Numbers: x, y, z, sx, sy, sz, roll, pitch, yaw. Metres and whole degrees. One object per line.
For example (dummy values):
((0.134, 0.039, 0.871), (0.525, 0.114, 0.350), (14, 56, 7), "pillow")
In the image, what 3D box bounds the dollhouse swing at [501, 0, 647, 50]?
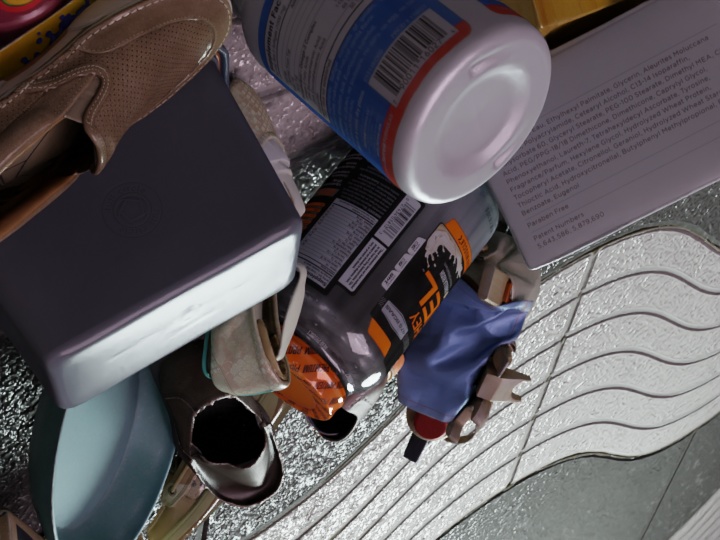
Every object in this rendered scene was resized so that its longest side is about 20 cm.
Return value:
((0.130, -0.232, 0.941), (0.199, 0.175, 0.184), (-25, 102, -32), "dollhouse swing")

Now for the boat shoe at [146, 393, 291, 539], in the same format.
((-0.122, 0.147, 1.047), (0.201, 0.062, 0.073), (-54, 175, 15), "boat shoe")

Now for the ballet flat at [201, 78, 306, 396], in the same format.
((-0.062, -0.020, 0.828), (0.067, 0.062, 0.203), (-7, 99, -72), "ballet flat")

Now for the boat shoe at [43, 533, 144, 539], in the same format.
((-0.246, 0.266, 1.006), (0.200, 0.069, 0.074), (-49, 150, 3), "boat shoe")

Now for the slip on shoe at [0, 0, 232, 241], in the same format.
((-0.136, -0.074, 0.620), (0.199, 0.061, 0.076), (-34, 151, -24), "slip on shoe")

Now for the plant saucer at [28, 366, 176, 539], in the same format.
((-0.173, 0.104, 0.873), (0.200, 0.035, 0.203), (12, 90, -76), "plant saucer")

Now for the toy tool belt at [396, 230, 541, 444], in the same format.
((0.075, 0.068, 1.033), (0.123, 0.123, 0.202), (-67, 176, -68), "toy tool belt")

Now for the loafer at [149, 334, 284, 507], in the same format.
((-0.100, 0.123, 0.924), (0.072, 0.071, 0.201), (-28, 141, -5), "loafer")

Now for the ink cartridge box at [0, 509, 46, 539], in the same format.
((-0.284, 0.242, 0.847), (0.198, 0.076, 0.165), (-16, 148, 4), "ink cartridge box")

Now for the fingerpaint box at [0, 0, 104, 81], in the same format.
((-0.221, -0.120, 0.587), (0.199, 0.073, 0.168), (-36, 149, -17), "fingerpaint box")

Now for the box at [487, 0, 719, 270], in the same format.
((0.191, -0.104, 0.948), (0.198, 0.132, 0.199), (-27, 178, 12), "box")

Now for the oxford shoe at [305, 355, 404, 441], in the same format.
((-0.025, 0.102, 1.045), (0.073, 0.071, 0.200), (-56, 178, -23), "oxford shoe")

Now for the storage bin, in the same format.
((-0.133, -0.020, 0.722), (0.199, 0.135, 0.146), (-29, 162, -19), "storage bin")

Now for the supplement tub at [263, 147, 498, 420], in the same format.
((0.000, 0.000, 0.922), (0.201, 0.122, 0.123), (-51, 152, -19), "supplement tub")

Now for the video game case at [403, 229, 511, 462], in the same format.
((0.098, 0.063, 1.188), (0.143, 0.019, 0.202), (-59, 172, -60), "video game case")

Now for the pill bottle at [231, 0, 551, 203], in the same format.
((0.003, -0.137, 0.726), (0.112, 0.200, 0.113), (-30, 146, -24), "pill bottle")
